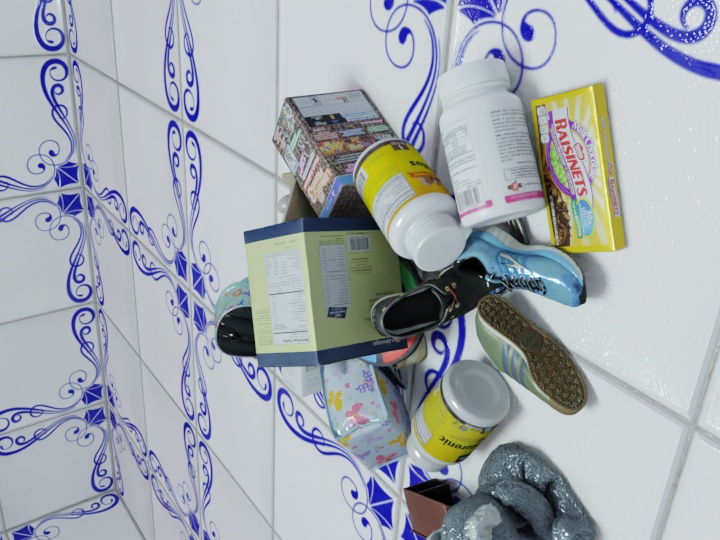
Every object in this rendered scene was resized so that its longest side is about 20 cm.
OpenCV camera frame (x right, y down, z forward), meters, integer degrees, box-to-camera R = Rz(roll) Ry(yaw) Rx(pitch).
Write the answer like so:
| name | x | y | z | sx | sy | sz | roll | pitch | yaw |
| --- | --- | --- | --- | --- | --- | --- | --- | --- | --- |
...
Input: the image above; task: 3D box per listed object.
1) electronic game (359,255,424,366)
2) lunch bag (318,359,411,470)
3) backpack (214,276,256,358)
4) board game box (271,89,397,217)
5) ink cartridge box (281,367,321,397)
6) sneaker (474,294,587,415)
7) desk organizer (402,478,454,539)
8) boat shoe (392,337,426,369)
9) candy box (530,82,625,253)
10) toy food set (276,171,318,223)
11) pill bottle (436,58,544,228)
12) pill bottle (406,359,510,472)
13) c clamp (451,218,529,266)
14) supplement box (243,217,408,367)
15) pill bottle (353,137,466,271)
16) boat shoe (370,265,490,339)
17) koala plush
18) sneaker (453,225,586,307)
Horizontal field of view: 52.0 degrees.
| name | x | y | z | sx | sy | sz | roll | pitch | yaw |
| --- | --- | --- | --- | --- | --- | --- | --- | --- | --- |
| electronic game | 0.025 | 0.056 | 1.199 | 0.198 | 0.041 | 0.203 | 6 | 99 | 39 |
| lunch bag | 0.012 | 0.218 | 1.290 | 0.170 | 0.126 | 0.201 | 55 | -167 | -49 |
| backpack | -0.214 | 0.102 | 1.580 | 0.151 | 0.198 | 0.179 | -108 | 27 | -44 |
| board game box | -0.027 | -0.191 | 1.223 | 0.201 | 0.158 | 0.097 | 58 | 144 | 25 |
| ink cartridge box | -0.077 | 0.122 | 1.427 | 0.083 | 0.144 | 0.202 | 28 | 125 | 51 |
| sneaker | 0.235 | 0.128 | 1.049 | 0.200 | 0.067 | 0.090 | 49 | 160 | 20 |
| desk organizer | 0.140 | 0.406 | 1.236 | 0.200 | 0.071 | 0.078 | 152 | 105 | -72 |
| boat shoe | 0.060 | 0.068 | 1.276 | 0.071 | 0.064 | 0.202 | -17 | 87 | 56 |
| candy box | 0.271 | -0.123 | 0.926 | 0.102 | 0.026 | 0.203 | -1 | 101 | 54 |
| toy food set | -0.105 | -0.050 | 1.232 | 0.060 | 0.201 | 0.144 | -16 | 132 | 26 |
| pill bottle | 0.168 | -0.166 | 0.979 | 0.113 | 0.112 | 0.203 | -18 | 83 | 57 |
| pill bottle | 0.146 | 0.239 | 1.172 | 0.112 | 0.110 | 0.201 | 57 | 143 | 26 |
| c clamp | 0.166 | -0.070 | 1.099 | 0.199 | 0.027 | 0.173 | -6 | 98 | 56 |
| supplement box | -0.048 | 0.030 | 1.100 | 0.133 | 0.199 | 0.202 | -8 | 88 | 43 |
| pill bottle | 0.071 | -0.093 | 1.051 | 0.201 | 0.108 | 0.110 | 61 | 146 | 41 |
| boat shoe | 0.113 | 0.044 | 1.048 | 0.063 | 0.199 | 0.074 | -146 | 37 | -75 |
| koala plush | 0.192 | 0.364 | 1.068 | 0.185 | 0.198 | 0.178 | 63 | 145 | 19 |
| sneaker | 0.209 | 0.012 | 0.986 | 0.199 | 0.090 | 0.079 | 24 | 145 | 41 |
